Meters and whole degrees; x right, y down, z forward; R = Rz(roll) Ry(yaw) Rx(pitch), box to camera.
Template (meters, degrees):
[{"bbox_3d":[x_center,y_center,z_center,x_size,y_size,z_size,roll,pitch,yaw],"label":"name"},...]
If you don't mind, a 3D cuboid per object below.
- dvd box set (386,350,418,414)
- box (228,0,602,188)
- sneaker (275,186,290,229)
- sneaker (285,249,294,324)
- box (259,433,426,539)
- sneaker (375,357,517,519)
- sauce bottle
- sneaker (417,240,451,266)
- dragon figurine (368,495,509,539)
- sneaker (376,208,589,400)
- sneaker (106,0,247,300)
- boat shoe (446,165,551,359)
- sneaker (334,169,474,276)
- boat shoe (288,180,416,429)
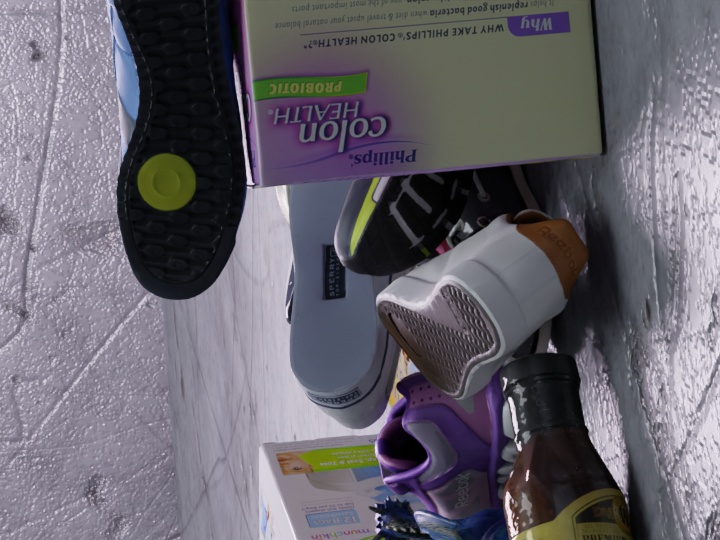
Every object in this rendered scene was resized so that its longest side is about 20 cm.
[{"bbox_3d":[0.040,0.023,1.855,0.146,0.029,0.200,-116,23,-64],"label":"dvd box set"},{"bbox_3d":[0.019,-0.148,1.450,0.097,0.176,0.200,-172,76,-80],"label":"box"},{"bbox_3d":[-0.010,-0.074,1.807,0.090,0.067,0.200,34,139,57],"label":"sneaker"},{"bbox_3d":[-0.013,-0.019,1.932,0.199,0.079,0.130,98,169,-68],"label":"sneaker"},{"bbox_3d":[0.003,0.202,1.921,0.200,0.112,0.101,-115,23,-62],"label":"box"},{"bbox_3d":[0.050,0.112,1.676,0.200,0.088,0.081,97,163,-55],"label":"sneaker"},{"bbox_3d":[0.105,0.139,1.434,0.066,0.066,0.200,107,155,-65],"label":"sauce bottle"},{"bbox_3d":[0.042,-0.093,1.708,0.095,0.079,0.200,17,106,42],"label":"sneaker"},{"bbox_3d":[0.064,0.157,1.573,0.200,0.099,0.059,-172,76,-74],"label":"dragon figurine"},{"bbox_3d":[0.071,0.015,1.507,0.073,0.085,0.200,54,163,-4],"label":"sneaker"},{"bbox_3d":[-0.091,-0.088,1.440,0.078,0.066,0.200,-89,-4,-77],"label":"sneaker"},{"bbox_3d":[0.061,-0.033,1.601,0.073,0.063,0.200,105,156,-56],"label":"boat shoe"},{"bbox_3d":[0.020,-0.084,1.569,0.074,0.081,0.200,51,-131,-46],"label":"sneaker"},{"bbox_3d":[0.005,0.000,1.657,0.086,0.075,0.202,60,-153,-56],"label":"boat shoe"}]
